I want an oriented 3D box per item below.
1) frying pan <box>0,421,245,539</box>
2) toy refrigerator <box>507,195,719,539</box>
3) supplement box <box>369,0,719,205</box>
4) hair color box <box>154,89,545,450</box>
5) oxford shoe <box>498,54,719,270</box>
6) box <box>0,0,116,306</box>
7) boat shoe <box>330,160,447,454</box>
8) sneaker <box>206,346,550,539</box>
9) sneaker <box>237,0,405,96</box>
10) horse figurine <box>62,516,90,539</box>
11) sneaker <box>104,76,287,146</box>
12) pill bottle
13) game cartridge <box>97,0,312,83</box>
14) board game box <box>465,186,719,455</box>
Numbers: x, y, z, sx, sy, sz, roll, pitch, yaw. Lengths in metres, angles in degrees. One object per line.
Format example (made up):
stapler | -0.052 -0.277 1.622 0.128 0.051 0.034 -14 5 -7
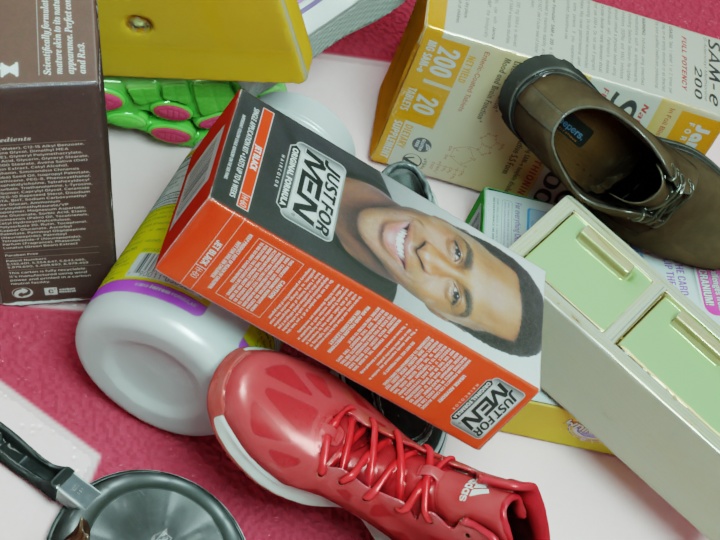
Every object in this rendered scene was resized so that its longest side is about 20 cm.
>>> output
frying pan | -0.129 0.125 0.897 0.115 0.031 0.191 -20 69 -30
toy refrigerator | 0.163 0.054 0.960 0.200 0.070 0.076 43 52 12
supplement box | 0.119 -0.108 1.068 0.199 0.126 0.074 15 50 -7
hair color box | 0.000 0.000 0.875 0.199 0.061 0.102 30 37 -16
oxford shoe | 0.169 -0.046 0.999 0.199 0.073 0.084 29 16 -27
box | -0.171 -0.076 0.901 0.074 0.200 0.101 -4 59 -6
boat shoe | 0.026 0.027 0.986 0.073 0.068 0.200 12 55 -11
sneaker | 0.023 0.098 0.865 0.200 0.115 0.079 34 64 -27
sneaker | -0.030 -0.201 1.027 0.200 0.073 0.114 -35 79 -34
horse figurine | -0.185 0.214 0.797 0.132 0.050 0.201 9 62 8
sneaker | -0.140 -0.128 1.028 0.199 0.077 0.084 6 60 -16
pill bottle | -0.074 -0.011 0.956 0.104 0.104 0.200 28 53 1
game cartridge | -0.126 -0.170 0.880 0.175 0.200 0.033 4 61 11
board game box | 0.162 0.040 1.040 0.199 0.040 0.154 13 55 -10
